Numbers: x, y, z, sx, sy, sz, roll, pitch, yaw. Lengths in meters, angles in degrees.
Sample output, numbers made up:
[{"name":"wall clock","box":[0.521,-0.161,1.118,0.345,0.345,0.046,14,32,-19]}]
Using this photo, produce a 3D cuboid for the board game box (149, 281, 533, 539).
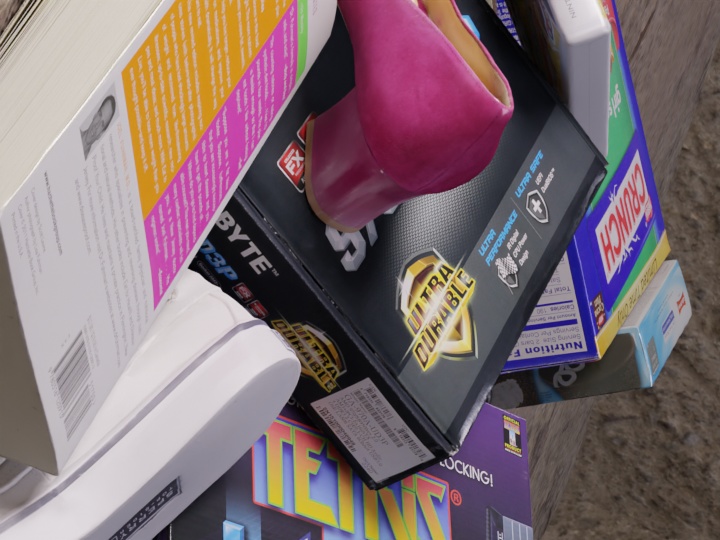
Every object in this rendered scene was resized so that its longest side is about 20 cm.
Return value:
[{"name":"board game box","box":[-0.016,0.109,1.063,0.200,0.057,0.166,24,54,-41]}]

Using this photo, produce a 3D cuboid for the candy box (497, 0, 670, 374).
[{"name":"candy box","box":[0.090,-0.069,1.485,0.169,0.077,0.201,-50,131,-63]}]

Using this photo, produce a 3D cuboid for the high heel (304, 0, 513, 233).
[{"name":"high heel","box":[0.019,-0.116,1.028,0.096,0.067,0.201,-30,-135,44]}]

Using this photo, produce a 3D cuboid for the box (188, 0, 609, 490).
[{"name":"box","box":[0.006,-0.039,1.091,0.046,0.159,0.200,-27,-161,37]}]

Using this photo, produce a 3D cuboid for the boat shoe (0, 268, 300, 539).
[{"name":"boat shoe","box":[-0.110,0.072,0.944,0.200,0.066,0.072,-42,160,-19]}]

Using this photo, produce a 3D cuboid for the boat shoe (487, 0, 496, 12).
[{"name":"boat shoe","box":[0.034,-0.048,1.363,0.075,0.074,0.203,21,77,-58]}]

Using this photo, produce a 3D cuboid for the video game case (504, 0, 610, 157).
[{"name":"video game case","box":[0.064,-0.150,1.216,0.200,0.023,0.183,72,-1,-77]}]

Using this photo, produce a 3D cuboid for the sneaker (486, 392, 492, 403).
[{"name":"sneaker","box":[0.014,0.048,1.455,0.200,0.115,0.075,-24,136,-77]}]

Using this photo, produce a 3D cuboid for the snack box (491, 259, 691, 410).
[{"name":"snack box","box":[0.071,0.043,1.564,0.116,0.199,0.037,-47,124,-65]}]

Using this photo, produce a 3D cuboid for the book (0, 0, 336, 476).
[{"name":"book","box":[-0.066,-0.051,0.908,0.134,0.048,0.200,84,30,-52]}]
